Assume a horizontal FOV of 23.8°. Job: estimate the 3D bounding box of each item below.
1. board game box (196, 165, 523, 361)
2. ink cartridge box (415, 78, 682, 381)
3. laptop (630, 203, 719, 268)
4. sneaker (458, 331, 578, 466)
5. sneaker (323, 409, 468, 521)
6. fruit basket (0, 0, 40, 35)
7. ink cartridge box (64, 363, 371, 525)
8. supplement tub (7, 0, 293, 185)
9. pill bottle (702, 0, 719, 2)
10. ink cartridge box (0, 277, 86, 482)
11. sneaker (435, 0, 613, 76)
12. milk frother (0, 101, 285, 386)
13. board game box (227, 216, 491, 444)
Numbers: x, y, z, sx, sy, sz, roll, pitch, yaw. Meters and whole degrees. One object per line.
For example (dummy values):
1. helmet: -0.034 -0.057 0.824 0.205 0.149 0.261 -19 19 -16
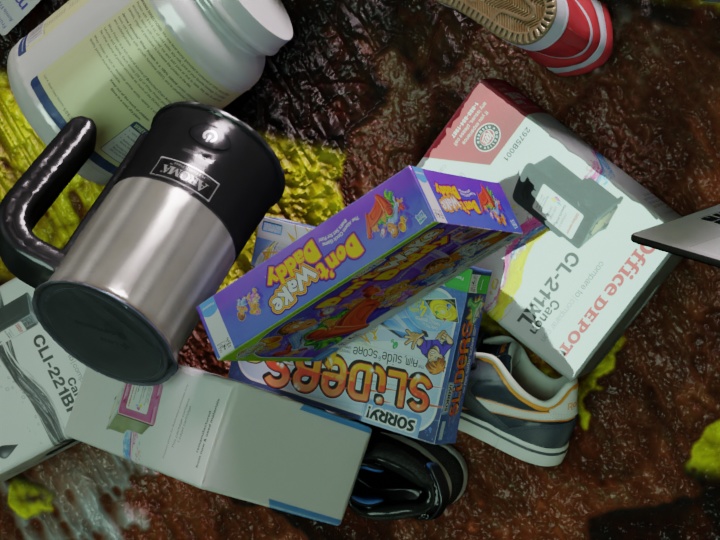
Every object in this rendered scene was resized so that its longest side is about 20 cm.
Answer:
1. board game box: 0.000 0.000 1.225 0.200 0.134 0.045 -33 71 26
2. ink cartridge box: 0.139 -0.033 1.330 0.200 0.083 0.146 39 104 12
3. laptop: 0.319 -0.080 1.193 0.187 0.200 0.116 21 124 57
4. sneaker: 0.079 0.082 1.358 0.200 0.078 0.080 19 113 7
5. sneaker: -0.019 0.149 1.377 0.199 0.112 0.073 12 96 17
6. fruit basket: -0.295 -0.332 1.444 0.200 0.094 0.185 -38 82 19
7. ink cartridge box: -0.114 0.125 1.331 0.200 0.144 0.085 13 82 50
8. supplement tub: -0.169 -0.178 1.386 0.200 0.145 0.145 -35 83 17
9. pill bottle: 0.250 -0.255 1.219 0.113 0.200 0.113 1 93 16
10. ink cartridge box: -0.281 0.085 1.470 0.200 0.084 0.145 -28 85 16
11. sneaker: 0.117 -0.217 1.342 0.071 0.112 0.200 -56 48 15
12. milk frother: -0.170 -0.003 1.318 0.180 0.200 0.188 16 55 20
13. board game box: -0.004 0.043 1.326 0.200 0.034 0.136 14 95 32
